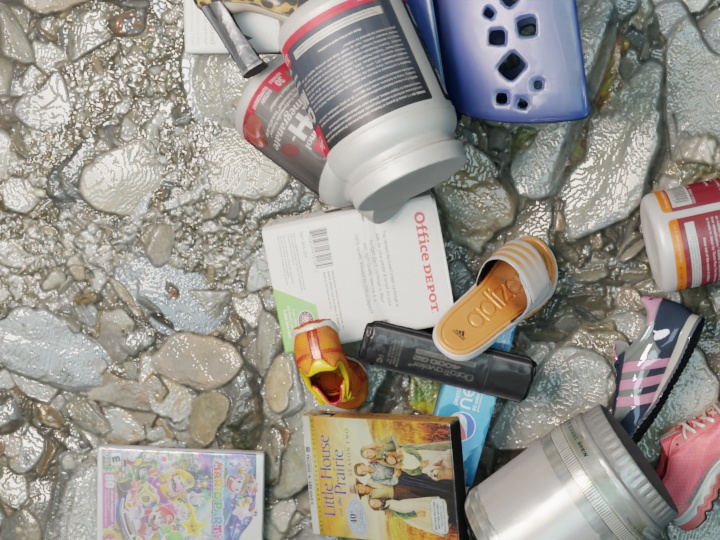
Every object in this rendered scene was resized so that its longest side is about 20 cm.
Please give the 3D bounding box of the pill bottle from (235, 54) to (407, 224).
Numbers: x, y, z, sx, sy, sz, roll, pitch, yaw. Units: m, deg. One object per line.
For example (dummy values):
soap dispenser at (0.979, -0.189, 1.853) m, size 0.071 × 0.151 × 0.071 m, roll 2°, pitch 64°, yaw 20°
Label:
pill bottle at (-0.033, -0.140, 1.550) m, size 0.199 × 0.110 × 0.111 m, roll 38°, pitch 98°, yaw 21°

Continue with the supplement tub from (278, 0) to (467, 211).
supplement tub at (0.013, -0.177, 1.421) m, size 0.139 × 0.140 × 0.202 m, roll -24°, pitch 81°, yaw 5°

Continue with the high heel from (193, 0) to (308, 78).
high heel at (-0.079, -0.315, 1.506) m, size 0.199 × 0.071 × 0.144 m, roll -32°, pitch 81°, yaw -1°

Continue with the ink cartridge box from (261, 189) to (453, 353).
ink cartridge box at (0.000, 0.000, 1.611) m, size 0.197 × 0.084 × 0.148 m, roll -10°, pitch 98°, yaw 4°

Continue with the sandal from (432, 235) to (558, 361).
sandal at (0.160, 0.024, 1.564) m, size 0.079 × 0.059 × 0.207 m, roll 39°, pitch 54°, yaw 10°

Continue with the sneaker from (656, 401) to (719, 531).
sneaker at (0.391, 0.197, 1.625) m, size 0.086 × 0.074 × 0.202 m, roll 27°, pitch 98°, yaw 0°

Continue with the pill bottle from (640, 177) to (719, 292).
pill bottle at (0.419, -0.050, 1.572) m, size 0.197 × 0.113 × 0.115 m, roll -12°, pitch 97°, yaw 4°

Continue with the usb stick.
usb stick at (0.097, 0.101, 1.572) m, size 0.197 × 0.033 × 0.056 m, roll 14°, pitch 111°, yaw -4°

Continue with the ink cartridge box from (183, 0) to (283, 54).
ink cartridge box at (-0.094, -0.315, 1.576) m, size 0.197 × 0.083 × 0.148 m, roll -1°, pitch 97°, yaw 3°

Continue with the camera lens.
camera lens at (0.225, 0.263, 1.546) m, size 0.199 × 0.160 × 0.161 m, roll -37°, pitch 94°, yaw 10°

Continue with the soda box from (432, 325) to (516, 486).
soda box at (0.124, 0.138, 1.631) m, size 0.063 × 0.068 × 0.203 m, roll 15°, pitch 98°, yaw 1°

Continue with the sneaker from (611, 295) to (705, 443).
sneaker at (0.317, 0.124, 1.632) m, size 0.081 × 0.070 × 0.202 m, roll 31°, pitch 100°, yaw 21°

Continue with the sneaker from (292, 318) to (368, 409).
sneaker at (-0.035, 0.124, 1.579) m, size 0.072 × 0.200 × 0.078 m, roll -15°, pitch 64°, yaw 10°

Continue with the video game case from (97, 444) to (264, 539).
video game case at (-0.214, 0.282, 1.682) m, size 0.197 × 0.018 × 0.146 m, roll 2°, pitch 96°, yaw 2°

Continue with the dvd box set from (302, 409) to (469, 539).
dvd box set at (0.027, 0.237, 1.622) m, size 0.198 × 0.029 × 0.149 m, roll 0°, pitch 99°, yaw 31°

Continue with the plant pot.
plant pot at (0.145, -0.253, 1.521) m, size 0.177 × 0.200 × 0.203 m, roll -8°, pitch 98°, yaw 9°
